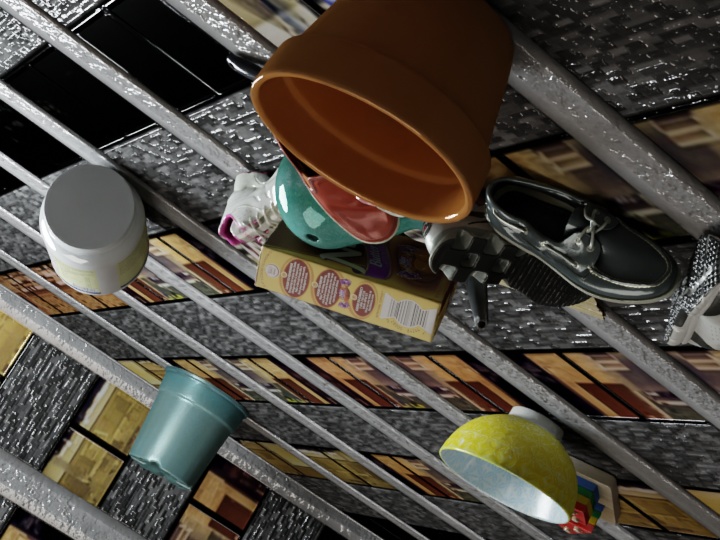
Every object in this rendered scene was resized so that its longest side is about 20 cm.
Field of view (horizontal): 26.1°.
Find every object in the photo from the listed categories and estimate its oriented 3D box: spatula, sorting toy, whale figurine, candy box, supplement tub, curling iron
[{"bbox_3d":[-0.055,-0.176,1.518,0.200,0.021,0.057,23,155,27],"label":"spatula"},{"bbox_3d":[0.278,0.323,2.310,0.200,0.070,0.199,24,162,21],"label":"sorting toy"},{"bbox_3d":[0.003,-0.066,1.591,0.200,0.104,0.159,17,155,23],"label":"whale figurine"},{"bbox_3d":[0.000,0.000,1.663,0.200,0.117,0.057,16,119,8],"label":"candy box"},{"bbox_3d":[-0.371,-0.057,2.178,0.145,0.145,0.200,29,163,4],"label":"supplement tub"},{"bbox_3d":[0.116,0.013,1.565,0.025,0.050,0.200,-1,-158,-3],"label":"curling iron"}]

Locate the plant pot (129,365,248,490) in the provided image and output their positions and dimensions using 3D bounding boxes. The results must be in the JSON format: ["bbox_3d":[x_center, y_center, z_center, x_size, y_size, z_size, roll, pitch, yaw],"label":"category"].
[{"bbox_3d":[-0.363,0.332,3.196,0.200,0.196,0.200,27,163,9],"label":"plant pot"}]

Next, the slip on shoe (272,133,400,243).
[{"bbox_3d":[-0.029,-0.098,1.495,0.074,0.061,0.200,-26,120,17],"label":"slip on shoe"}]

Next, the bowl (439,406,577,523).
[{"bbox_3d":[0.220,0.251,2.134,0.200,0.108,0.200,28,164,9],"label":"bowl"}]

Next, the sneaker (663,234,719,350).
[{"bbox_3d":[0.327,0.023,1.393,0.080,0.074,0.200,13,165,7],"label":"sneaker"}]

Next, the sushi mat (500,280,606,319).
[{"bbox_3d":[0.167,0.001,1.669,0.200,0.012,0.096,19,161,32],"label":"sushi mat"}]

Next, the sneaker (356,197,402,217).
[{"bbox_3d":[0.031,-0.116,1.407,0.075,0.105,0.200,26,162,21],"label":"sneaker"}]

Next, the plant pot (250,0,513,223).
[{"bbox_3d":[0.032,-0.150,1.241,0.200,0.140,0.200,28,164,9],"label":"plant pot"}]

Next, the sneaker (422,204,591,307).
[{"bbox_3d":[0.152,-0.026,1.537,0.200,0.074,0.089,17,-146,-25],"label":"sneaker"}]

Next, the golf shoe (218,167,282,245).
[{"bbox_3d":[-0.097,-0.069,1.782,0.075,0.092,0.200,38,160,-22],"label":"golf shoe"}]

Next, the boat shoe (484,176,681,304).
[{"bbox_3d":[0.199,-0.031,1.425,0.200,0.073,0.062,28,168,26],"label":"boat shoe"}]
